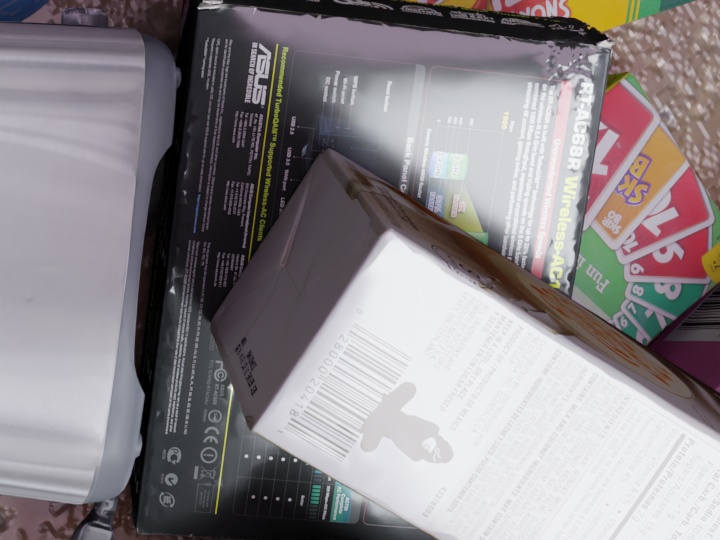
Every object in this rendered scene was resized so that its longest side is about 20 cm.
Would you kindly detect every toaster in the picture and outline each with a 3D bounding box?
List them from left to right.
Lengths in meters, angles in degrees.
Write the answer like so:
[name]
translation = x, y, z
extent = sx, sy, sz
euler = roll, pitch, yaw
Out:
[toaster]
translation = -0.142, 0.002, 0.783
extent = 0.128, 0.114, 0.202
euler = 7, 88, -17

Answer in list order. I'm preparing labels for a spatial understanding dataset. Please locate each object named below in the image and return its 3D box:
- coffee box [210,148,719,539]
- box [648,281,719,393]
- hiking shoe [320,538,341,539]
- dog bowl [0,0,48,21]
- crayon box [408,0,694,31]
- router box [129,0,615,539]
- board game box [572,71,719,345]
[coffee box]
translation = 0.058, 0.053, 0.748
extent = 0.199, 0.114, 0.080
euler = 32, 99, -18
[box]
translation = 0.193, 0.109, 0.916
extent = 0.176, 0.097, 0.200
euler = -44, 103, -16
[hiking shoe]
translation = 0.002, 0.137, 0.784
extent = 0.199, 0.101, 0.076
euler = -7, 63, -21
[dog bowl]
translation = -0.135, -0.187, 0.820
extent = 0.111, 0.050, 0.201
euler = 17, 82, -20
[crayon box]
translation = 0.042, -0.140, 0.882
extent = 0.199, 0.058, 0.120
euler = -20, 97, -20
[router box]
translation = 0.000, 0.000, 0.815
extent = 0.149, 0.062, 0.201
euler = 6, 105, -10
[board game box]
translation = 0.059, 0.015, 0.905
extent = 0.200, 0.030, 0.096
euler = -38, 102, -15
